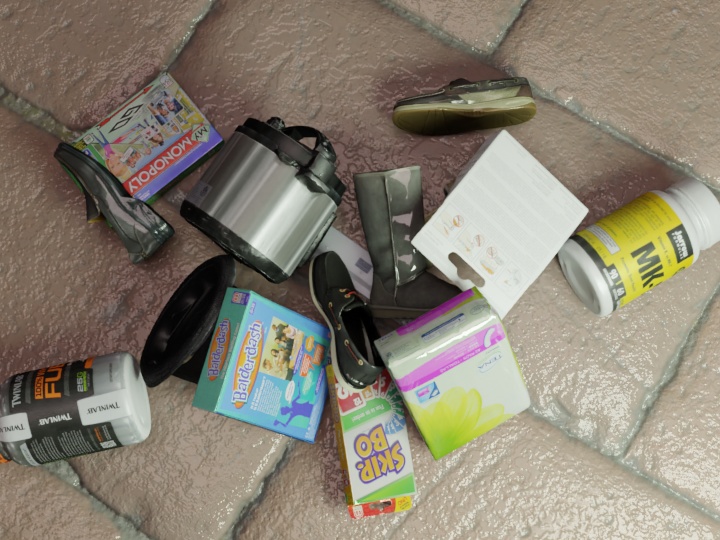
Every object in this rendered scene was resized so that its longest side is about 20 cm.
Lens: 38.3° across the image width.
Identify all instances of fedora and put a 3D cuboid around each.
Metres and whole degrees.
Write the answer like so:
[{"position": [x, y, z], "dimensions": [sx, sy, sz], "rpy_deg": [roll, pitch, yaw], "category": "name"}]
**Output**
[{"position": [-0.199, 0.080, 1.355], "dimensions": [0.091, 0.200, 0.201], "rpy_deg": [34, 79, -26], "category": "fedora"}]

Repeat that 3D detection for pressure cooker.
[{"position": [-0.117, -0.104, 1.361], "dimensions": [0.176, 0.179, 0.200], "rpy_deg": [33, 84, 15], "category": "pressure cooker"}]

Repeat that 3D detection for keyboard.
[{"position": [0.000, 0.000, 1.427], "dimensions": [0.200, 0.011, 0.056], "rpy_deg": [36, 76, 8], "category": "keyboard"}]

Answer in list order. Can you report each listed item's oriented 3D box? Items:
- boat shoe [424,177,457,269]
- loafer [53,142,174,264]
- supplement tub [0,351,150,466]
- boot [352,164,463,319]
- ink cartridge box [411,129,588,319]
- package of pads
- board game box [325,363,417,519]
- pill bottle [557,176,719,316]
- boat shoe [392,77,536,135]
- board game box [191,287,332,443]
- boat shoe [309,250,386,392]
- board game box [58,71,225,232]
[{"position": [0.141, -0.094, 1.409], "dimensions": [0.200, 0.075, 0.068], "rpy_deg": [-44, 86, -6], "category": "boat shoe"}, {"position": [-0.345, -0.093, 1.394], "dimensions": [0.200, 0.073, 0.072], "rpy_deg": [41, 87, 9], "category": "loafer"}, {"position": [-0.382, 0.182, 1.340], "dimensions": [0.199, 0.123, 0.123], "rpy_deg": [-13, 78, -2], "category": "supplement tub"}, {"position": [0.077, -0.037, 1.357], "dimensions": [0.181, 0.073, 0.201], "rpy_deg": [0, 89, 19], "category": "boot"}, {"position": [0.176, -0.057, 1.344], "dimensions": [0.160, 0.047, 0.200], "rpy_deg": [42, 78, -9], "category": "ink cartridge box"}, {"position": [0.122, 0.130, 1.310], "dimensions": [0.154, 0.200, 0.068], "rpy_deg": [-28, 41, -4], "category": "package of pads"}, {"position": [0.015, 0.217, 1.355], "dimensions": [0.095, 0.030, 0.201], "rpy_deg": [-3, 79, -27], "category": "board game box"}, {"position": [0.373, -0.035, 1.371], "dimensions": [0.200, 0.114, 0.115], "rpy_deg": [-30, 79, -4], "category": "pill bottle"}, {"position": [0.142, -0.233, 1.445], "dimensions": [0.199, 0.073, 0.065], "rpy_deg": [-3, 67, -3], "category": "boat shoe"}, {"position": [-0.112, 0.124, 1.313], "dimensions": [0.045, 0.200, 0.153], "rpy_deg": [8, 76, 37], "category": "board game box"}, {"position": [-0.014, 0.056, 1.353], "dimensions": [0.073, 0.063, 0.202], "rpy_deg": [11, 50, -39], "category": "boat shoe"}, {"position": [-0.308, -0.168, 1.458], "dimensions": [0.200, 0.029, 0.135], "rpy_deg": [-39, 79, -6], "category": "board game box"}]
